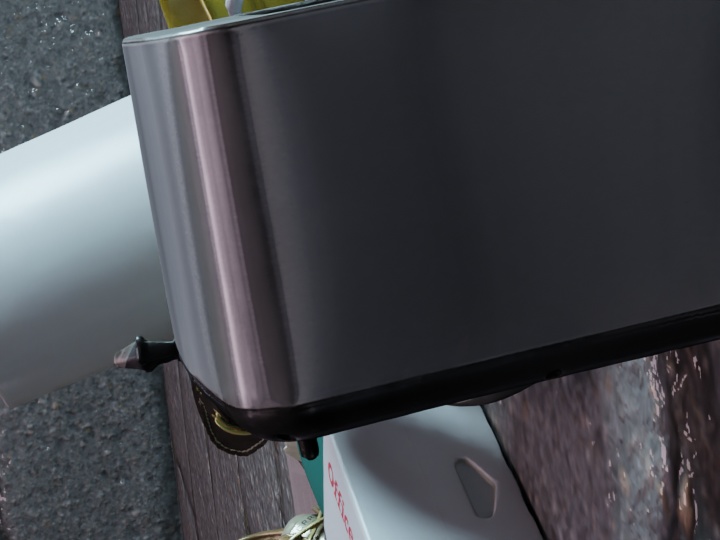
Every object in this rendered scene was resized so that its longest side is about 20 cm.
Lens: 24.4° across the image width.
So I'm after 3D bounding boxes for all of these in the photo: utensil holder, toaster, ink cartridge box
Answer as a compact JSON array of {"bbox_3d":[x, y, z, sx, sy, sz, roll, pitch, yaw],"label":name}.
[{"bbox_3d":[-0.176,-0.020,1.117,0.170,0.199,0.170,156,90,-80],"label":"utensil holder"},{"bbox_3d":[0.017,-0.028,0.511,0.181,0.199,0.119,-150,48,-76],"label":"toaster"},{"bbox_3d":[0.035,0.188,0.856,0.145,0.083,0.201,-114,19,-52],"label":"ink cartridge box"}]

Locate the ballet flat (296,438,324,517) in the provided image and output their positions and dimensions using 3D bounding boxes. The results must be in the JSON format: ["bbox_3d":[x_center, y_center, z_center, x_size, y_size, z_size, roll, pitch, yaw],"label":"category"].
[{"bbox_3d":[-0.010,0.065,0.900,0.068,0.068,0.200,30,148,53],"label":"ballet flat"}]

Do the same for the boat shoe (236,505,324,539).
[{"bbox_3d":[-0.026,0.182,1.025,0.066,0.074,0.200,55,140,-6],"label":"boat shoe"}]

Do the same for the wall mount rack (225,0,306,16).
[{"bbox_3d":[-0.032,-0.148,0.833,0.174,0.074,0.200,-57,12,43],"label":"wall mount rack"}]

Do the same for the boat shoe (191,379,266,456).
[{"bbox_3d":[-0.077,0.071,1.088,0.202,0.071,0.061,103,176,-52],"label":"boat shoe"}]

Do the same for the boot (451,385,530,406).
[{"bbox_3d":[-0.001,-0.024,0.743,0.203,0.073,0.154,4,119,56],"label":"boot"}]

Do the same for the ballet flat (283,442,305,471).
[{"bbox_3d":[-0.032,0.066,0.978,0.200,0.069,0.071,70,-148,-50],"label":"ballet flat"}]

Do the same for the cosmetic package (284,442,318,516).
[{"bbox_3d":[-0.022,0.095,1.156,0.151,0.051,0.201,160,102,-79],"label":"cosmetic package"}]

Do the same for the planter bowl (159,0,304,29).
[{"bbox_3d":[-0.062,-0.143,1.053,0.200,0.083,0.201,156,90,-81],"label":"planter bowl"}]
